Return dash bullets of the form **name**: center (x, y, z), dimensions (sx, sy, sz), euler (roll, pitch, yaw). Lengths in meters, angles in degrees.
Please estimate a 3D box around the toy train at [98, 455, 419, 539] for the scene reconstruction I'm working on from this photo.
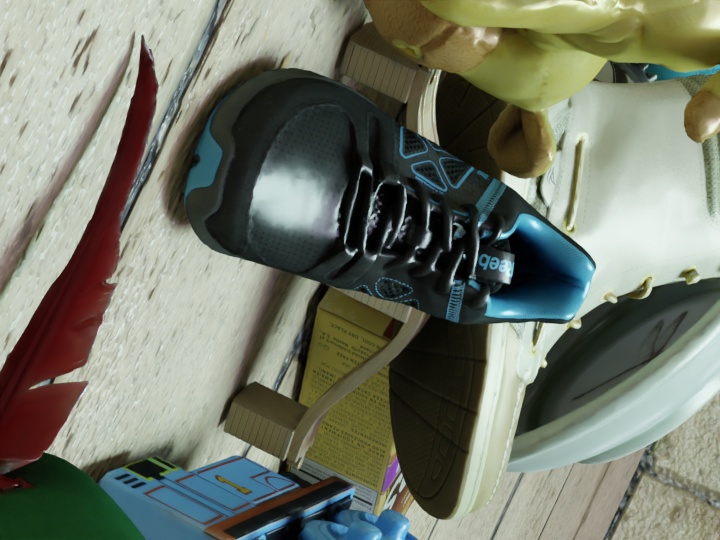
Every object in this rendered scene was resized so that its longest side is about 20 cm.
- **toy train**: center (-0.044, 0.122, 1.079), dimensions (0.087, 0.114, 0.200), euler (-64, 168, 10)

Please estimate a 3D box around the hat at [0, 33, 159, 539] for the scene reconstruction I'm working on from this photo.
- **hat**: center (-0.127, 0.071, 0.854), dimensions (0.199, 0.177, 0.166), euler (-19, 152, -17)

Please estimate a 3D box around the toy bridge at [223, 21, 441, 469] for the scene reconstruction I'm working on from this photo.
- **toy bridge**: center (0.000, 0.000, 1.142), dimensions (0.027, 0.067, 0.201), euler (-44, 155, -60)

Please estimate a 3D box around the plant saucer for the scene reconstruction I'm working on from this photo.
- **plant saucer**: center (0.128, 0.040, 1.297), dimensions (0.200, 0.050, 0.200), euler (-35, -166, 10)

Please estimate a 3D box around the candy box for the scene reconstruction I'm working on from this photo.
- **candy box**: center (0.014, 0.052, 1.341), dimensions (0.117, 0.056, 0.201), euler (-57, 168, -38)

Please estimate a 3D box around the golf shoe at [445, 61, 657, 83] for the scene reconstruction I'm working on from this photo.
- **golf shoe**: center (0.080, -0.080, 1.235), dimensions (0.094, 0.078, 0.200), euler (-44, 130, -14)

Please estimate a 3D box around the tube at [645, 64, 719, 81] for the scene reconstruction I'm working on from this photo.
- **tube**: center (0.142, -0.142, 1.313), dimensions (0.077, 0.050, 0.201), euler (-11, 89, -67)

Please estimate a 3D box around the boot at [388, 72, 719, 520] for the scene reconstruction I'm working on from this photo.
- **boot**: center (0.095, 0.009, 1.189), dimensions (0.154, 0.072, 0.201), euler (-1, 105, -35)

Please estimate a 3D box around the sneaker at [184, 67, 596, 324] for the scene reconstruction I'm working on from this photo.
- **sneaker**: center (0.015, -0.023, 1.017), dimensions (0.199, 0.082, 0.074), euler (12, 99, -53)

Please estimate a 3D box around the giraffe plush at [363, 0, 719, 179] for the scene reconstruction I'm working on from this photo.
- **giraffe plush**: center (0.069, -0.123, 1.035), dimensions (0.162, 0.199, 0.173), euler (-24, -144, 62)
